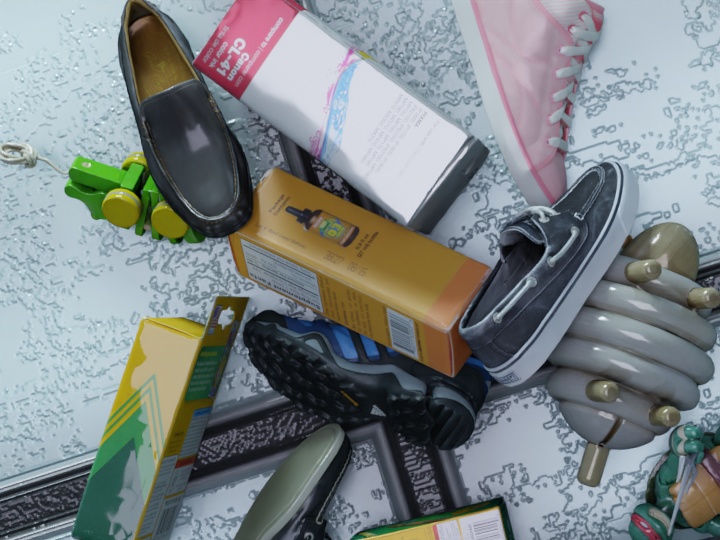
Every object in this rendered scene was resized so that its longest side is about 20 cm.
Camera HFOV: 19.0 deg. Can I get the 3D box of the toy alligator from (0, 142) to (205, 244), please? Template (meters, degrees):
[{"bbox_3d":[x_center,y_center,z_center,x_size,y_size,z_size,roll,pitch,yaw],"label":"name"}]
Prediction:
[{"bbox_3d":[-0.183,-0.055,1.648,0.198,0.059,0.055,12,131,8],"label":"toy alligator"}]

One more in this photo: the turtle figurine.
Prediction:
[{"bbox_3d":[0.260,0.153,1.556,0.200,0.101,0.150,-41,120,-7],"label":"turtle figurine"}]

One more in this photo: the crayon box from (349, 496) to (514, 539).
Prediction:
[{"bbox_3d":[0.073,0.282,1.603,0.118,0.058,0.202,-14,87,8],"label":"crayon box"}]

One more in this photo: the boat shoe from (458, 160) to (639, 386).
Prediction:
[{"bbox_3d":[0.131,-0.014,1.526,0.068,0.072,0.201,45,62,-21],"label":"boat shoe"}]

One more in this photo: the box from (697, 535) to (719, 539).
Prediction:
[{"bbox_3d":[0.217,0.298,1.518,0.162,0.086,0.201,-13,126,7],"label":"box"}]

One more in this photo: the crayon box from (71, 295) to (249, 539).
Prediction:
[{"bbox_3d":[-0.148,0.106,1.602,0.051,0.126,0.201,19,91,8],"label":"crayon box"}]

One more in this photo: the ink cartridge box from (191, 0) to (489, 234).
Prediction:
[{"bbox_3d":[-0.011,-0.119,1.576,0.200,0.148,0.086,39,94,7],"label":"ink cartridge box"}]

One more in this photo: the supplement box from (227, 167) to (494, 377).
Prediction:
[{"bbox_3d":[0.000,0.000,1.581,0.199,0.069,0.067,27,61,22],"label":"supplement box"}]

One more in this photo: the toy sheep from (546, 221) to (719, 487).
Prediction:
[{"bbox_3d":[0.195,0.059,1.552,0.137,0.138,0.201,23,83,7],"label":"toy sheep"}]

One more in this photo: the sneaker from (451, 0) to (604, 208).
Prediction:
[{"bbox_3d":[0.141,-0.144,1.591,0.104,0.075,0.202,-19,82,12],"label":"sneaker"}]

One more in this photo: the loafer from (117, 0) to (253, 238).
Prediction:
[{"bbox_3d":[-0.138,-0.114,1.597,0.072,0.072,0.201,-27,64,-2],"label":"loafer"}]

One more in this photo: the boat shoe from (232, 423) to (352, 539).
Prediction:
[{"bbox_3d":[-0.056,0.212,1.619,0.066,0.074,0.200,36,78,-19],"label":"boat shoe"}]

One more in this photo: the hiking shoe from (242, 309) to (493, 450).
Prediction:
[{"bbox_3d":[0.008,0.070,1.616,0.199,0.075,0.087,21,48,19],"label":"hiking shoe"}]
